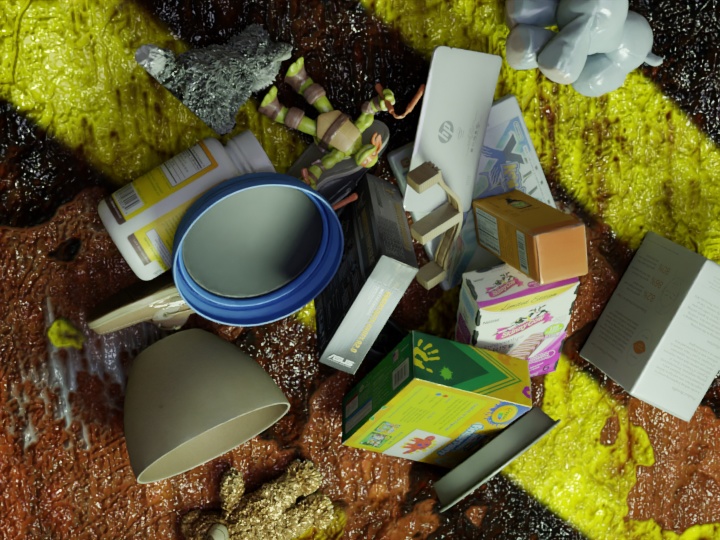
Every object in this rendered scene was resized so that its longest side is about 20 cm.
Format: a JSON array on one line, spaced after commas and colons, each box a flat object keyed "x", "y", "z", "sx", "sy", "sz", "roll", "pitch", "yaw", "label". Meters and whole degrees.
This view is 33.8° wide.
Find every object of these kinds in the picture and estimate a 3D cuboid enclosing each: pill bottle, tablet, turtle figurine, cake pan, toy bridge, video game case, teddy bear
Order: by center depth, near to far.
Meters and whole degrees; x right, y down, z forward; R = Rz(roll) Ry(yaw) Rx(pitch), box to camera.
[{"x": -0.196, "y": -0.082, "z": 1.383, "sx": 0.200, "sy": 0.109, "sz": 0.109, "roll": -31, "pitch": 112, "yaw": -5, "label": "pill bottle"}, {"x": -0.029, "y": -0.178, "z": 1.407, "sx": 0.161, "sy": 0.064, "sz": 0.200, "roll": 40, "pitch": 88, "yaw": 1, "label": "turtle figurine"}, {"x": 0.113, "y": -0.169, "z": 1.447, "sx": 0.130, "sy": 0.014, "sz": 0.200, "roll": -2, "pitch": 108, "yaw": -46, "label": "tablet"}, {"x": 0.094, "y": -0.058, "z": 1.453, "sx": 0.067, "sy": 0.027, "sz": 0.200, "roll": -34, "pitch": 144, "yaw": -19, "label": "toy bridge"}, {"x": 0.151, "y": -0.099, "z": 1.528, "sx": 0.182, "sy": 0.022, "sz": 0.200, "roll": -27, "pitch": 111, "yaw": -7, "label": "video game case"}, {"x": -0.131, "y": 0.325, "z": 1.542, "sx": 0.200, "sy": 0.067, "sz": 0.145, "roll": -6, "pitch": 105, "yaw": -15, "label": "teddy bear"}, {"x": 0.174, "y": 0.243, "z": 1.555, "sx": 0.200, "sy": 0.200, "sz": 0.037, "roll": -36, "pitch": 80, "yaw": -4, "label": "cake pan"}]

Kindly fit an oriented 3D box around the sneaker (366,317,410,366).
[{"x": 0.045, "y": 0.108, "z": 1.523, "sx": 0.200, "sy": 0.083, "sz": 0.072, "roll": 37, "pitch": 93, "yaw": -22, "label": "sneaker"}]

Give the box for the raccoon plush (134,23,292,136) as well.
[{"x": -0.153, "y": -0.235, "z": 1.323, "sx": 0.097, "sy": 0.200, "sz": 0.134, "roll": 41, "pitch": 90, "yaw": 11, "label": "raccoon plush"}]

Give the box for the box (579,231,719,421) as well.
[{"x": 0.412, "y": 0.072, "z": 1.583, "sx": 0.106, "sy": 0.152, "sz": 0.200, "roll": 25, "pitch": 98, "yaw": -22, "label": "box"}]

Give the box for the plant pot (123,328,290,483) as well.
[{"x": -0.204, "y": 0.150, "z": 1.424, "sx": 0.200, "sy": 0.200, "sz": 0.135, "roll": -27, "pitch": 76, "yaw": -7, "label": "plant pot"}]

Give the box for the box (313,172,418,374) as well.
[{"x": 0.000, "y": 0.000, "z": 1.395, "sx": 0.048, "sy": 0.200, "sz": 0.159, "roll": 22, "pitch": 116, "yaw": -18, "label": "box"}]

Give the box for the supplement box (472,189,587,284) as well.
[{"x": 0.203, "y": -0.044, "z": 1.439, "sx": 0.066, "sy": 0.200, "sz": 0.069, "roll": -13, "pitch": 110, "yaw": -12, "label": "supplement box"}]

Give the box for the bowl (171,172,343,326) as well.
[{"x": -0.119, "y": -0.025, "z": 1.357, "sx": 0.200, "sy": 0.039, "sz": 0.201, "roll": -12, "pitch": 131, "yaw": -14, "label": "bowl"}]

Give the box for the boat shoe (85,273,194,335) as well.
[{"x": -0.230, "y": 0.042, "z": 1.430, "sx": 0.200, "sy": 0.071, "sz": 0.065, "roll": -21, "pitch": 110, "yaw": -11, "label": "boat shoe"}]

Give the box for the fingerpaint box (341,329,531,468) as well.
[{"x": 0.092, "y": 0.166, "z": 1.499, "sx": 0.167, "sy": 0.073, "sz": 0.200, "roll": 15, "pitch": 143, "yaw": -21, "label": "fingerpaint box"}]

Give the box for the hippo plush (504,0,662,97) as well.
[{"x": 0.283, "y": -0.306, "z": 1.465, "sx": 0.200, "sy": 0.159, "sz": 0.161, "roll": -48, "pitch": 144, "yaw": 17, "label": "hippo plush"}]

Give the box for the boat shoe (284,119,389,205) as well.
[{"x": -0.044, "y": -0.109, "z": 1.455, "sx": 0.200, "sy": 0.073, "sz": 0.063, "roll": -40, "pitch": 148, "yaw": -10, "label": "boat shoe"}]

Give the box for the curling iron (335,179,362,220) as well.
[{"x": -0.066, "y": -0.043, "z": 1.477, "sx": 0.200, "sy": 0.026, "sz": 0.050, "roll": -40, "pitch": 110, "yaw": -2, "label": "curling iron"}]

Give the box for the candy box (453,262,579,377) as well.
[{"x": 0.194, "y": 0.070, "z": 1.515, "sx": 0.136, "sy": 0.061, "sz": 0.200, "roll": -15, "pitch": 143, "yaw": -12, "label": "candy box"}]
